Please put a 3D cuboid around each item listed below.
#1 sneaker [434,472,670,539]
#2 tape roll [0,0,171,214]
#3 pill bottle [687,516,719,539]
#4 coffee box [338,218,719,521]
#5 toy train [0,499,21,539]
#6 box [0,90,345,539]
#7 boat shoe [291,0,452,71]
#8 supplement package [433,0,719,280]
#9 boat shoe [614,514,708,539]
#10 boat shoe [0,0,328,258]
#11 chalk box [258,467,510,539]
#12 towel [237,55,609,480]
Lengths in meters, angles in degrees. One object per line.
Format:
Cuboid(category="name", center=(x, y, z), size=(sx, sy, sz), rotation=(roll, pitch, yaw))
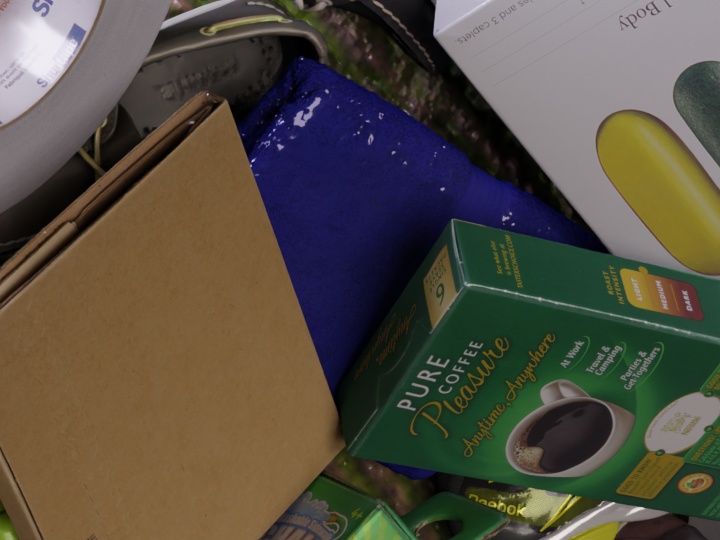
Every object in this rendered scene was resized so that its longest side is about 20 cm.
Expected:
Cuboid(category="sneaker", center=(0.122, 0.077, 1.294), size=(0.199, 0.074, 0.085), rotation=(-32, 110, -20))
Cuboid(category="tape roll", center=(-0.157, -0.113, 1.050), size=(0.200, 0.066, 0.201), rotation=(-43, 153, -28))
Cuboid(category="pill bottle", center=(0.267, 0.150, 1.359), size=(0.199, 0.112, 0.113), rotation=(20, 88, -29))
Cuboid(category="coffee box", center=(0.103, 0.047, 1.189), size=(0.199, 0.044, 0.123), rotation=(11, 136, -22))
Cuboid(category="toy train", center=(-0.160, 0.077, 1.093), size=(0.200, 0.084, 0.116), rotation=(-42, 120, -56))
Cuboid(category="box", center=(-0.084, 0.052, 1.107), size=(0.163, 0.021, 0.201), rotation=(-45, 136, -29))
Cuboid(category="boat shoe", center=(-0.028, -0.152, 1.185), size=(0.060, 0.074, 0.200), rotation=(-46, 121, -4))
Cuboid(category="supplement package", center=(0.154, -0.107, 1.210), size=(0.151, 0.151, 0.200), rotation=(-30, 116, 23))
Cuboid(category="boat shoe", center=(0.110, 0.207, 1.310), size=(0.072, 0.065, 0.201), rotation=(33, 83, -30))
Cuboid(category="boat shoe", center=(-0.105, -0.061, 1.163), size=(0.201, 0.060, 0.072), rotation=(-30, 110, -21))
Cuboid(category="chalk box", center=(-0.019, 0.168, 1.206), size=(0.200, 0.124, 0.124), rotation=(-47, 115, -15))
Cuboid(category="towel", center=(0.000, 0.000, 1.203), size=(0.200, 0.050, 0.148), rotation=(30, 105, -38))
